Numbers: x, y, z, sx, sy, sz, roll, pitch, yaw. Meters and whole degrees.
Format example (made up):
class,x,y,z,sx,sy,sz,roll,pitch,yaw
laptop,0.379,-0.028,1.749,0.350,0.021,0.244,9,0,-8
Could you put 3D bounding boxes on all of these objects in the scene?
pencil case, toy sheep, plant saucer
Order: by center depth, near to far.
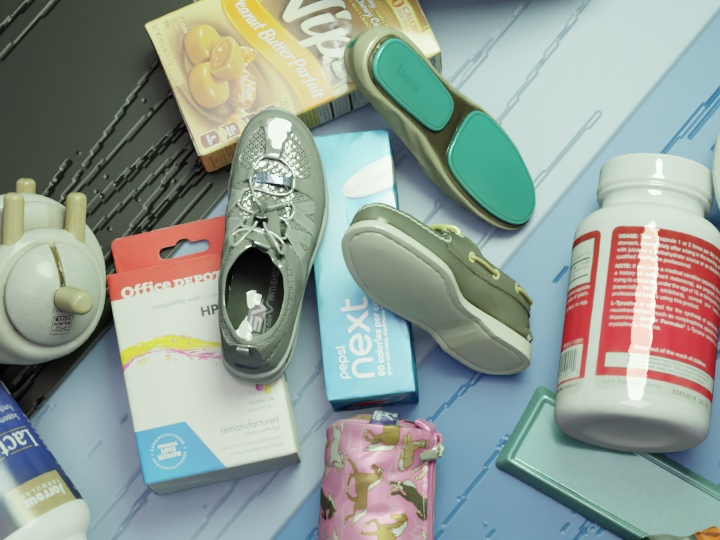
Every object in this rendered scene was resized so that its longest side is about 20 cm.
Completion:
class,x,y,z,sx,sy,sz,roll,pitch,yaw
pencil case,0.015,0.204,1.565,0.083,0.086,0.201,7,78,-26
toy sheep,-0.246,0.004,1.575,0.138,0.200,0.138,-5,101,-28
plant saucer,0.202,0.162,1.594,0.200,0.019,0.070,30,82,8

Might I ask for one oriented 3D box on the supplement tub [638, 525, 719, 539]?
class,x,y,z,sx,sy,sz,roll,pitch,yaw
supplement tub,0.180,0.264,1.519,0.200,0.123,0.123,-25,78,-1

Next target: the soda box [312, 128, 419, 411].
class,x,y,z,sx,sy,sz,roll,pitch,yaw
soda box,0.000,0.000,1.614,0.068,0.064,0.201,-6,79,2

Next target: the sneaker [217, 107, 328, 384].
class,x,y,z,sx,sy,sz,roll,pitch,yaw
sneaker,-0.062,-0.022,1.546,0.074,0.082,0.201,2,78,2

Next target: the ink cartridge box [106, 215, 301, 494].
class,x,y,z,sx,sy,sz,roll,pitch,yaw
ink cartridge box,-0.119,0.055,1.608,0.116,0.067,0.201,-13,78,0

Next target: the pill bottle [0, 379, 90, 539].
class,x,y,z,sx,sy,sz,roll,pitch,yaw
pill bottle,-0.267,0.170,1.571,0.116,0.116,0.200,-36,80,-4

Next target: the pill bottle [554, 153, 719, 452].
class,x,y,z,sx,sy,sz,roll,pitch,yaw
pill bottle,0.205,0.023,1.568,0.112,0.112,0.201,7,72,5

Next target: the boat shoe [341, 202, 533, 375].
class,x,y,z,sx,sy,sz,roll,pitch,yaw
boat shoe,0.058,0.004,1.558,0.072,0.202,0.060,-13,52,36

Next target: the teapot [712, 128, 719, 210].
class,x,y,z,sx,sy,sz,roll,pitch,yaw
teapot,0.361,-0.067,1.570,0.200,0.146,0.198,-34,52,17

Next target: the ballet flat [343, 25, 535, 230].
class,x,y,z,sx,sy,sz,roll,pitch,yaw
ballet flat,0.056,-0.106,1.616,0.069,0.069,0.200,-44,117,-6

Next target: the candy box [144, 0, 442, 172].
class,x,y,z,sx,sy,sz,roll,pitch,yaw
candy box,-0.050,-0.170,1.654,0.200,0.055,0.116,-24,78,-2
